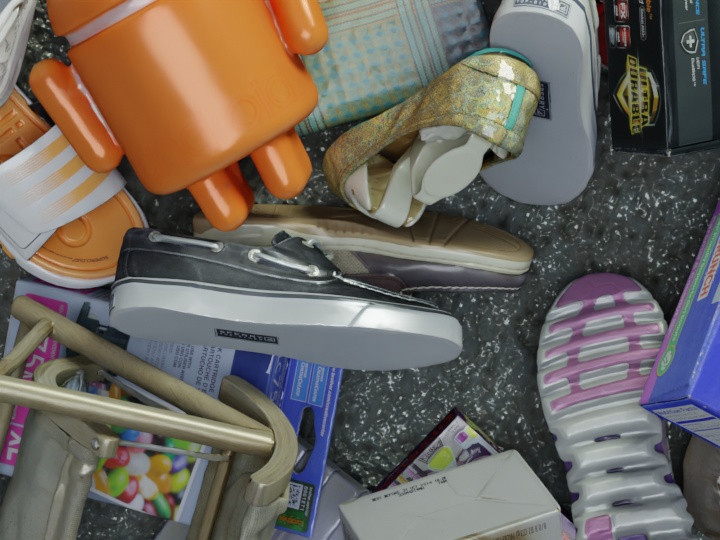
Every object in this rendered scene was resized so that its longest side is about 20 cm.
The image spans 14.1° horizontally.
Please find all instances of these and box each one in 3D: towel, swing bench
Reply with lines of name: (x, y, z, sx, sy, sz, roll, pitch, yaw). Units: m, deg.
towel: (-0.032, -0.154, 1.697, 0.200, 0.022, 0.147, -15, 99, 5)
swing bench: (-0.145, 0.151, 1.645, 0.200, 0.130, 0.199, 20, 112, 6)

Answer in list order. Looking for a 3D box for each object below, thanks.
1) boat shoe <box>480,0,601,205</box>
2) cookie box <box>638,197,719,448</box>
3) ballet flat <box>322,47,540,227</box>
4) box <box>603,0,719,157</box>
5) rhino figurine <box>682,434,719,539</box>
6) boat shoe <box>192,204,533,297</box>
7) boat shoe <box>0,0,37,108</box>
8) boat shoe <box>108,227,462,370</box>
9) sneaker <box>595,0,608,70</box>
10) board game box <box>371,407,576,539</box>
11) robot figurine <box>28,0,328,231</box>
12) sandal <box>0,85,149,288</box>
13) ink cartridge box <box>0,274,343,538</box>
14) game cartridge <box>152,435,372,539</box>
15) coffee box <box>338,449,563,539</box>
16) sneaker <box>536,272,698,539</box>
boat shoe: (0.103, -0.111, 1.648, 0.072, 0.200, 0.066, 11, 59, 13)
cookie box: (0.283, 0.043, 1.664, 0.200, 0.075, 0.171, 28, 74, -13)
ballet flat: (0.032, -0.061, 1.636, 0.071, 0.200, 0.071, 12, 66, -27)
box: (0.204, -0.172, 1.639, 0.159, 0.046, 0.200, -12, 103, -41)
rhino figurine: (0.235, 0.069, 1.720, 0.087, 0.060, 0.200, 2, 98, -3)
boat shoe: (0.000, 0.000, 1.706, 0.200, 0.072, 0.065, 5, 105, 3)
boat shoe: (-0.206, -0.188, 1.650, 0.071, 0.069, 0.200, 8, 79, 4)
boat shoe: (-0.040, 0.011, 1.648, 0.200, 0.072, 0.068, 6, 68, 2)
sneaker: (0.128, -0.167, 1.650, 0.200, 0.116, 0.078, 38, 99, -4)
board game box: (0.032, 0.194, 1.760, 0.120, 0.032, 0.200, 42, 97, -10)
robot figurine: (-0.099, -0.123, 1.638, 0.144, 0.117, 0.200, -23, 100, 46)
sandal: (-0.204, -0.074, 1.685, 0.207, 0.059, 0.079, 47, 70, -7)
ink cartridge box: (-0.116, 0.082, 1.710, 0.200, 0.042, 0.119, 14, 100, 12)
game cartridge: (-0.071, 0.197, 1.736, 0.130, 0.038, 0.200, 38, 95, 17)
coffee box: (0.064, 0.220, 1.695, 0.114, 0.080, 0.200, -17, 119, -13)
sneaker: (0.149, 0.103, 1.720, 0.080, 0.088, 0.200, -8, 78, 2)
